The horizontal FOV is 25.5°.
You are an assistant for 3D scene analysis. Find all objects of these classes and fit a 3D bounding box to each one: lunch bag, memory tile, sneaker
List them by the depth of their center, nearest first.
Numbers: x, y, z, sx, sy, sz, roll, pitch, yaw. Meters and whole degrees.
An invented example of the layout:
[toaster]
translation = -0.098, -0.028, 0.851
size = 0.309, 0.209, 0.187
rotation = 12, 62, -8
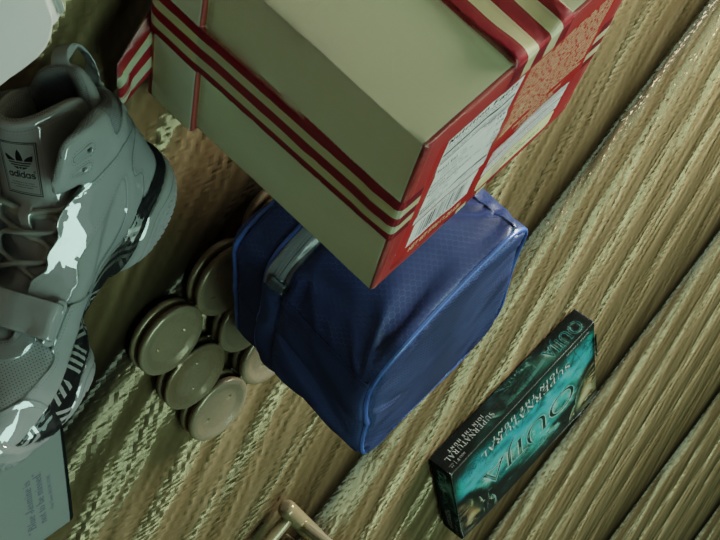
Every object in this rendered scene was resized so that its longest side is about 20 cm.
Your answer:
[sneaker]
translation = -0.159, -0.010, 0.742
size = 0.115, 0.075, 0.200
rotation = 72, 37, -52
[lunch bag]
translation = 0.000, 0.000, 0.923
size = 0.136, 0.132, 0.200
rotation = -43, 165, -20
[memory tile]
translation = -0.058, 0.009, 1.010
size = 0.200, 0.017, 0.153
rotation = -47, 151, -13

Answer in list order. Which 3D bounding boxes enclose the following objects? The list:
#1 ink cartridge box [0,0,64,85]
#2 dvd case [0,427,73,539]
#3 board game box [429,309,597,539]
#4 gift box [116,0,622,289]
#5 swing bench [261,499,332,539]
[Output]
[ink cartridge box]
translation = -0.209, -0.101, 0.453
size = 0.146, 0.200, 0.086
rotation = -43, 150, -21
[dvd case]
translation = -0.244, 0.146, 0.871
size = 0.200, 0.018, 0.143
rotation = -34, 147, -32
[board game box]
translation = 0.145, 0.143, 1.462
size = 0.200, 0.028, 0.135
rotation = -44, 150, -19
[gift box]
translation = -0.005, -0.119, 0.779
size = 0.185, 0.187, 0.200
rotation = -41, 169, -27
[swing bench]
translation = -0.054, 0.315, 1.245
size = 0.199, 0.130, 0.200
rotation = -49, 157, -11
